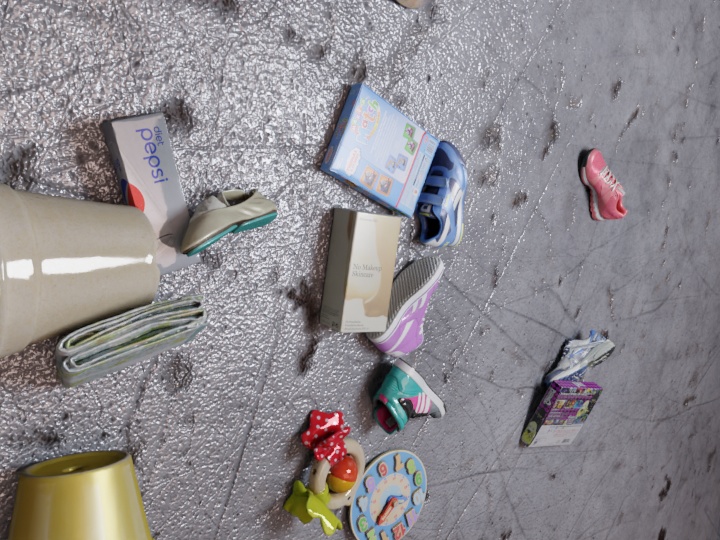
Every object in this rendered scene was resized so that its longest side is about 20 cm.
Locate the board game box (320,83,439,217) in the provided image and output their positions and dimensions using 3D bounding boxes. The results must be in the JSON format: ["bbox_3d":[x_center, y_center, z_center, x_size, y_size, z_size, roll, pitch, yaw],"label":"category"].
[{"bbox_3d":[0.039,-0.202,0.978,0.199,0.036,0.153,25,85,-39],"label":"board game box"}]

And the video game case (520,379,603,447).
[{"bbox_3d":[0.514,0.365,1.439,0.198,0.036,0.183,10,111,-38],"label":"video game case"}]

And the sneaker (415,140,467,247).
[{"bbox_3d":[0.148,-0.138,1.053,0.081,0.074,0.204,-11,106,-33],"label":"sneaker"}]

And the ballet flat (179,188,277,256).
[{"bbox_3d":[-0.188,-0.074,0.775,0.200,0.068,0.071,-37,126,-62],"label":"ballet flat"}]

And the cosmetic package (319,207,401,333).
[{"bbox_3d":[0.000,0.000,0.970,0.104,0.071,0.204,1,99,-37],"label":"cosmetic package"}]

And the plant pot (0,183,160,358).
[{"bbox_3d":[-0.342,-0.006,0.648,0.182,0.199,0.204,-6,104,-47],"label":"plant pot"}]

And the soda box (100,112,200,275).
[{"bbox_3d":[-0.274,-0.099,0.744,0.068,0.063,0.203,-21,112,-31],"label":"soda box"}]

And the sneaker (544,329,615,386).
[{"bbox_3d":[0.545,0.225,1.443,0.198,0.086,0.077,-31,144,-6],"label":"sneaker"}]

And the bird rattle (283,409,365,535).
[{"bbox_3d":[-0.054,0.356,1.018,0.162,0.111,0.203,25,72,-49],"label":"bird rattle"}]

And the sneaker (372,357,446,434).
[{"bbox_3d":[0.089,0.267,1.093,0.121,0.083,0.200,-48,132,-11],"label":"sneaker"}]

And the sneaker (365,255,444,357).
[{"bbox_3d":[0.101,0.073,1.071,0.201,0.072,0.114,-50,128,-5],"label":"sneaker"}]

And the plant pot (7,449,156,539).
[{"bbox_3d":[-0.355,0.339,0.712,0.198,0.199,0.192,-2,85,-37],"label":"plant pot"}]

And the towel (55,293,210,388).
[{"bbox_3d":[-0.286,0.087,0.702,0.169,0.200,0.049,-20,84,-31],"label":"towel"}]

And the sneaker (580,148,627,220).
[{"bbox_3d":[0.600,-0.209,1.373,0.074,0.086,0.202,-43,122,-23],"label":"sneaker"}]

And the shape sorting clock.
[{"bbox_3d":[0.061,0.462,1.140,0.198,0.039,0.204,-10,106,-36],"label":"shape sorting clock"}]

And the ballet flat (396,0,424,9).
[{"bbox_3d":[0.053,-0.495,0.903,0.199,0.067,0.069,26,85,-38],"label":"ballet flat"}]
